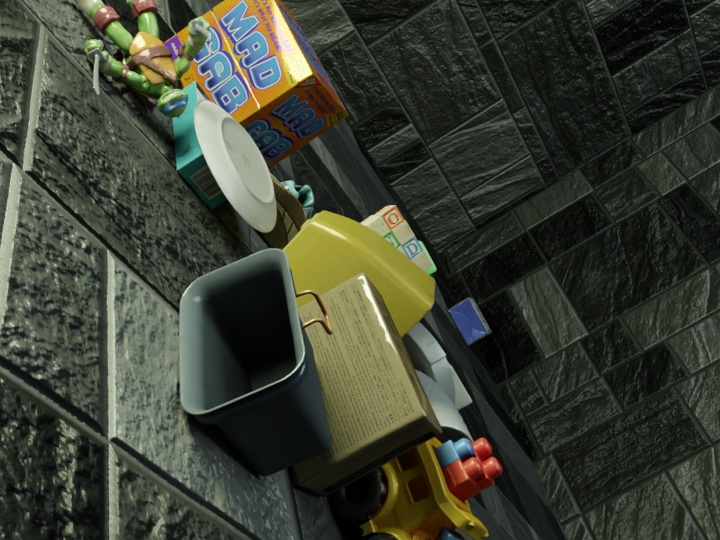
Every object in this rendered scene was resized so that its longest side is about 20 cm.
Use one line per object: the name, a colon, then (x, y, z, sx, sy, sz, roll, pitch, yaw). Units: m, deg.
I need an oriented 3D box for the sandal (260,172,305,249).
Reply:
sandal: (-0.156, -0.114, 1.299, 0.200, 0.080, 0.054, 48, -6, -34)

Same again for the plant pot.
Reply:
plant pot: (-0.031, 0.029, 1.181, 0.200, 0.196, 0.194, 44, 11, -3)

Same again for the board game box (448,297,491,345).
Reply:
board game box: (0.431, 0.199, 3.274, 0.161, 0.096, 0.200, 61, 10, 9)

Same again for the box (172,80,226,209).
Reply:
box: (-0.223, -0.181, 1.182, 0.083, 0.049, 0.201, 52, 12, -39)

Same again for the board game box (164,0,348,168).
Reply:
board game box: (-0.172, -0.322, 1.416, 0.202, 0.198, 0.200, 62, 10, 15)

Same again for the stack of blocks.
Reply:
stack of blocks: (0.000, 0.000, 1.326, 0.116, 0.199, 0.059, 55, -9, -10)

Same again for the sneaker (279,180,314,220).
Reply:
sneaker: (-0.108, -0.101, 1.427, 0.078, 0.086, 0.200, 62, 10, 13)

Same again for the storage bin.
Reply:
storage bin: (-0.089, 0.095, 0.844, 0.201, 0.144, 0.135, -108, 174, -52)

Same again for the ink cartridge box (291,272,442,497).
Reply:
ink cartridge box: (-0.020, 0.131, 0.965, 0.075, 0.163, 0.202, 48, 16, -56)

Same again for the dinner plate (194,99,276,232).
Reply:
dinner plate: (-0.164, -0.148, 1.152, 0.201, 0.024, 0.201, 56, 17, -27)

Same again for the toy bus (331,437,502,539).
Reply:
toy bus: (0.084, 0.284, 0.977, 0.136, 0.190, 0.202, 49, 16, -52)

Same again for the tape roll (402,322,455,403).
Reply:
tape roll: (0.074, 0.166, 1.355, 0.202, 0.037, 0.205, 35, -43, 40)

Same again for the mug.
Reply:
mug: (0.051, 0.220, 1.203, 0.198, 0.149, 0.176, 20, 22, -24)

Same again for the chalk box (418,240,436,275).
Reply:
chalk box: (0.032, 0.023, 1.444, 0.126, 0.198, 0.124, 61, 10, 14)

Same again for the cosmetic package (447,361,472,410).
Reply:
cosmetic package: (0.126, 0.218, 1.532, 0.082, 0.112, 0.200, 59, 1, -3)

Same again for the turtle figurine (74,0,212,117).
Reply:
turtle figurine: (-0.268, -0.299, 1.030, 0.195, 0.143, 0.200, 57, 6, 10)
